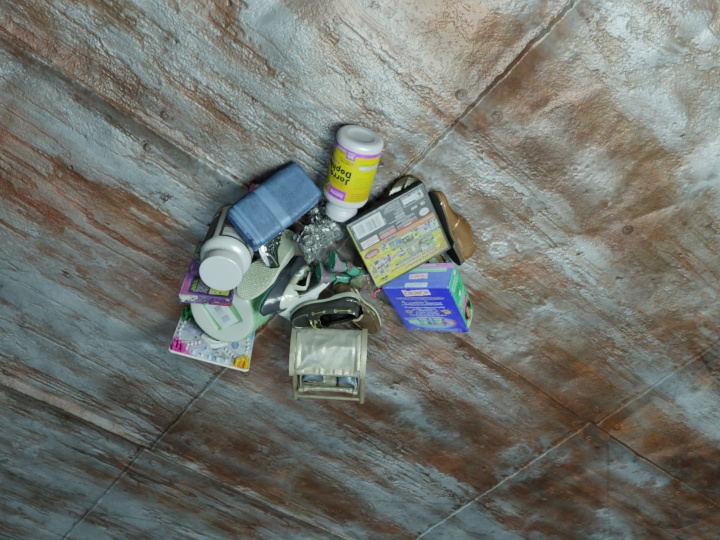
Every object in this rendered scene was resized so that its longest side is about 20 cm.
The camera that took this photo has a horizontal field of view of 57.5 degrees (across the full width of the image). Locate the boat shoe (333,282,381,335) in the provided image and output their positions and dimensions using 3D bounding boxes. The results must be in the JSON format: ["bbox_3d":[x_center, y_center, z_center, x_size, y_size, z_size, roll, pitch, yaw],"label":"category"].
[{"bbox_3d":[-0.012,0.109,1.697,0.074,0.075,0.203,-26,122,20],"label":"boat shoe"}]

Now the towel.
[{"bbox_3d":[-0.190,-0.145,1.454,0.200,0.049,0.112,-39,95,-16],"label":"towel"}]

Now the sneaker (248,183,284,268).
[{"bbox_3d":[-0.200,-0.105,1.503,0.086,0.080,0.202,-10,97,-3],"label":"sneaker"}]

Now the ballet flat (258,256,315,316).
[{"bbox_3d":[-0.167,0.040,1.571,0.072,0.200,0.073,17,136,18],"label":"ballet flat"}]

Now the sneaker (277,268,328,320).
[{"bbox_3d":[-0.131,0.070,1.684,0.200,0.076,0.115,-28,131,30],"label":"sneaker"}]

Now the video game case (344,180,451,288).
[{"bbox_3d":[0.087,-0.080,1.502,0.199,0.026,0.182,-29,116,-2],"label":"video game case"}]

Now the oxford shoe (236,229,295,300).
[{"bbox_3d":[-0.218,-0.010,1.566,0.075,0.201,0.058,35,168,6],"label":"oxford shoe"}]

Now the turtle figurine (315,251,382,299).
[{"bbox_3d":[0.000,0.000,1.573,0.199,0.101,0.150,5,135,-34],"label":"turtle figurine"}]

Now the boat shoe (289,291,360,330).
[{"bbox_3d":[-0.092,0.111,1.624,0.200,0.061,0.072,-20,138,24],"label":"boat shoe"}]

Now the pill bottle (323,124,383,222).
[{"bbox_3d":[-0.022,-0.208,1.441,0.103,0.105,0.201,11,126,-7],"label":"pill bottle"}]

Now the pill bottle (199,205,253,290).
[{"bbox_3d":[-0.302,-0.052,1.504,0.115,0.201,0.117,1,128,1],"label":"pill bottle"}]

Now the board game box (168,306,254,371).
[{"bbox_3d":[-0.371,0.170,1.677,0.198,0.200,0.026,17,113,-11],"label":"board game box"}]

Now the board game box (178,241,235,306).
[{"bbox_3d":[-0.346,0.006,1.548,0.119,0.201,0.032,9,128,-5],"label":"board game box"}]

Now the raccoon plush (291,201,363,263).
[{"bbox_3d":[-0.059,-0.093,1.508,0.198,0.134,0.097,-15,124,13],"label":"raccoon plush"}]

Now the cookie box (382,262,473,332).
[{"bbox_3d":[0.170,0.068,1.608,0.170,0.076,0.200,0,145,26],"label":"cookie box"}]

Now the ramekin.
[{"bbox_3d":[-0.325,0.081,1.635,0.198,0.098,0.202,8,119,14],"label":"ramekin"}]

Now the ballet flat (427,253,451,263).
[{"bbox_3d":[0.170,-0.034,1.591,0.074,0.075,0.200,-34,119,24],"label":"ballet flat"}]

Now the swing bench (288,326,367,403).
[{"bbox_3d":[-0.083,0.249,1.740,0.197,0.131,0.201,2,145,1],"label":"swing bench"}]

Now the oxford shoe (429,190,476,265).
[{"bbox_3d":[0.218,-0.111,1.547,0.071,0.071,0.201,-35,122,-11],"label":"oxford shoe"}]

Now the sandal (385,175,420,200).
[{"bbox_3d":[0.083,-0.127,1.526,0.081,0.055,0.202,7,113,-17],"label":"sandal"}]
